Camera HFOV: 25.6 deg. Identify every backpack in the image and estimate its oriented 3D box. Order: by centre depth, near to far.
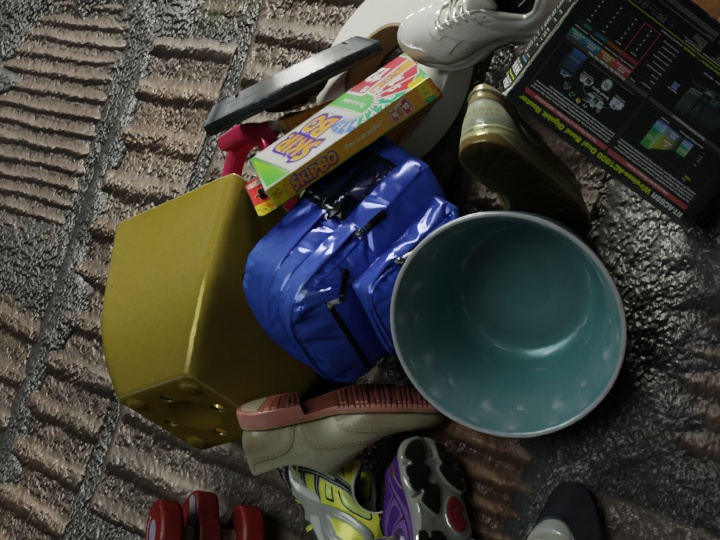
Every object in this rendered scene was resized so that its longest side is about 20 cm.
[{"bbox_3d":[0.000,0.000,1.460,0.200,0.163,0.168,-41,40,-11],"label":"backpack"}]

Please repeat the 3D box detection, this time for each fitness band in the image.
[{"bbox_3d":[-0.114,-0.084,1.712,0.200,0.037,0.145,167,97,-67],"label":"fitness band"}]

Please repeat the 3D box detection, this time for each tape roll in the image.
[{"bbox_3d":[0.034,-0.202,1.659,0.202,0.037,0.204,-21,59,41],"label":"tape roll"}]

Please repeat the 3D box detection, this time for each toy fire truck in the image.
[{"bbox_3d":[-0.170,0.329,1.609,0.168,0.111,0.201,126,144,-52],"label":"toy fire truck"}]

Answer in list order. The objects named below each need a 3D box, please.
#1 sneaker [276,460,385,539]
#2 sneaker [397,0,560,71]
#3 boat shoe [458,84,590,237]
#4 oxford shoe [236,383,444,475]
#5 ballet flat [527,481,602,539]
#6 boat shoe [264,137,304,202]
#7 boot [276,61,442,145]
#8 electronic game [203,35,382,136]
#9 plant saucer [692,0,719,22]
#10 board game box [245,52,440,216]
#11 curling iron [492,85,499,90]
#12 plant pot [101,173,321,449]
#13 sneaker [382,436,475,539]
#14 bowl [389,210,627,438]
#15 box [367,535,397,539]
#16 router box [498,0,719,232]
[{"bbox_3d":[-0.026,0.204,1.532,0.076,0.075,0.201,-38,52,7],"label":"sneaker"},{"bbox_3d":[0.114,-0.251,1.519,0.199,0.099,0.079,-8,66,30],"label":"sneaker"},{"bbox_3d":[0.145,-0.086,1.368,0.073,0.200,0.064,-12,60,31],"label":"boat shoe"},{"bbox_3d":[-0.014,0.151,1.490,0.198,0.071,0.075,-5,100,4],"label":"oxford shoe"},{"bbox_3d":[0.160,0.265,1.293,0.073,0.073,0.202,-18,61,42],"label":"ballet flat"},{"bbox_3d":[-0.057,-0.087,1.692,0.201,0.063,0.074,-131,41,-54],"label":"boat shoe"},{"bbox_3d":[0.002,-0.156,1.594,0.144,0.071,0.201,-40,25,-6],"label":"boot"},{"bbox_3d":[-0.068,-0.185,1.611,0.199,0.200,0.042,-21,98,40],"label":"electronic game"},{"bbox_3d":[0.277,-0.238,1.415,0.199,0.034,0.202,-22,57,39],"label":"plant saucer"},{"bbox_3d":[-0.024,-0.127,1.475,0.199,0.030,0.096,-37,24,3],"label":"board game box"},{"bbox_3d":[0.148,-0.154,1.437,0.200,0.049,0.026,-96,-4,-81],"label":"curling iron"},{"bbox_3d":[-0.143,0.059,1.580,0.193,0.195,0.201,-19,45,41],"label":"plant pot"},{"bbox_3d":[0.061,0.251,1.420,0.084,0.080,0.201,128,145,-47],"label":"sneaker"},{"bbox_3d":[0.133,0.030,1.358,0.201,0.201,0.105,-43,4,25],"label":"bowl"},{"bbox_3d":[0.028,0.365,1.343,0.200,0.049,0.200,-121,35,-44],"label":"box"},{"bbox_3d":[0.235,-0.151,1.300,0.150,0.199,0.062,-52,10,15],"label":"router box"}]
